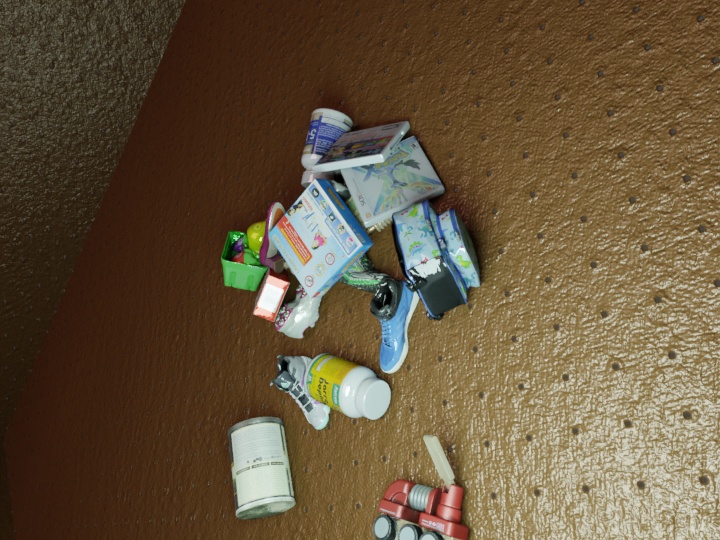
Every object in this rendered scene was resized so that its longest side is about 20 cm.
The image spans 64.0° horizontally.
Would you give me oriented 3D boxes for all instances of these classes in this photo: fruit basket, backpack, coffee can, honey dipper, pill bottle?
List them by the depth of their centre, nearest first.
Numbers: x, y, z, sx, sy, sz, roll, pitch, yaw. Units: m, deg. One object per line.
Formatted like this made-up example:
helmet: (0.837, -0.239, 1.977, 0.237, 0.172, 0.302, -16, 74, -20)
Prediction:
backpack: (0.154, -0.039, 1.160, 0.145, 0.183, 0.203, -24, 53, 12)
pill bottle: (-0.029, 0.262, 1.290, 0.198, 0.112, 0.115, 11, 84, 47)
honey dipper: (-0.006, -0.074, 1.398, 0.199, 0.038, 0.038, -39, 49, 10)
coffee can: (-0.245, 0.484, 1.417, 0.146, 0.145, 0.203, -37, 52, 32)
pill bottle: (-0.096, -0.321, 1.564, 0.118, 0.118, 0.204, 4, 79, 47)
fruit basket: (-0.313, -0.070, 1.659, 0.215, 0.152, 0.220, -169, 90, -79)

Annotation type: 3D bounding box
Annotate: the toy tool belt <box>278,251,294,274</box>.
toy tool belt: (-0.166, -0.050, 1.565, 0.199, 0.123, 0.125, 36, 134, 50)

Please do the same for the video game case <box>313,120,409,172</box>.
video game case: (0.004, -0.303, 1.416, 0.197, 0.023, 0.183, -3, 36, 32)

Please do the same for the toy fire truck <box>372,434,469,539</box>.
toy fire truck: (0.119, 0.421, 1.084, 0.174, 0.128, 0.204, -4, 62, 46)

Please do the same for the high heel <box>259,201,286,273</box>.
high heel: (-0.239, -0.096, 1.494, 0.096, 0.067, 0.204, 33, 127, 38)

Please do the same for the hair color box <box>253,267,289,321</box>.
hair color box: (-0.240, 0.057, 1.559, 0.200, 0.063, 0.113, -135, 67, -77)

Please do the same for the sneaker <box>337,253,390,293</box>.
sneaker: (0.000, 0.000, 1.378, 0.198, 0.077, 0.087, 18, 88, 49)

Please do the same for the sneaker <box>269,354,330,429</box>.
sneaker: (-0.158, 0.291, 1.396, 0.078, 0.138, 0.202, -48, 46, 22)

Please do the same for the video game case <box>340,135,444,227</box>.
video game case: (0.070, -0.209, 1.337, 0.197, 0.022, 0.184, -24, 56, 0)

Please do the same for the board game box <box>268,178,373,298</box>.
board game box: (-0.098, -0.075, 1.368, 0.196, 0.056, 0.201, -44, 73, 27)

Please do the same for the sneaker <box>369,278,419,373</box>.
sneaker: (0.057, 0.117, 1.251, 0.076, 0.110, 0.204, 16, 88, 48)

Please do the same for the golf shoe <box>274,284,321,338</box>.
golf shoe: (-0.135, 0.089, 1.498, 0.201, 0.091, 0.075, -50, 26, 5)

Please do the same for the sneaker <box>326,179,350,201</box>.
sneaker: (-0.081, -0.167, 1.458, 0.081, 0.074, 0.200, -67, 11, -16)

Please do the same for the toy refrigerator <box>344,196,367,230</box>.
toy refrigerator: (0.012, -0.154, 1.427, 0.199, 0.069, 0.077, -41, 50, 29)
